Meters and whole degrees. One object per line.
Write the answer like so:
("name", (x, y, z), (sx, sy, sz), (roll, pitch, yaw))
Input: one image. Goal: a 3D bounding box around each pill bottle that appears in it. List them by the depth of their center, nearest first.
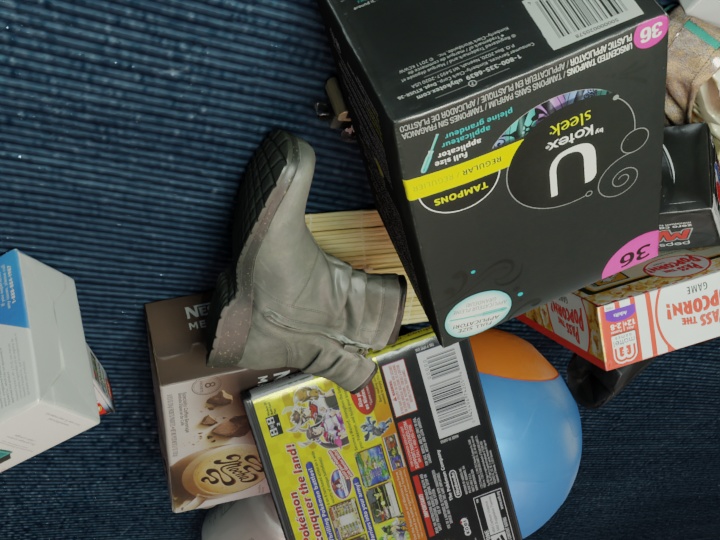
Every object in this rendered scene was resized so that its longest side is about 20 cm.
("pill bottle", (-0.083, 0.253, 1.236), (0.113, 0.115, 0.200), (1, 147, -32))

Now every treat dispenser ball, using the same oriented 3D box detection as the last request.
("treat dispenser ball", (0.103, 0.153, 1.069), (0.198, 0.203, 0.202), (-14, 153, -7))

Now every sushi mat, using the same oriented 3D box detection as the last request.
("sushi mat", (0.000, 0.000, 0.877), (0.198, 0.012, 0.097), (-5, 109, -23))

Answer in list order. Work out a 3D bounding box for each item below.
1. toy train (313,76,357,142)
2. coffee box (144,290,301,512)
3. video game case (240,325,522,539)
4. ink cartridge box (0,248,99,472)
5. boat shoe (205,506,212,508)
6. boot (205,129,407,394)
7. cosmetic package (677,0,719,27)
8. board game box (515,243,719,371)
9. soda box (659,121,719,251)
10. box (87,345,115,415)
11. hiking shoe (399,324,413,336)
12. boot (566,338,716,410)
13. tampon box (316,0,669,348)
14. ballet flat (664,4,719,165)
("toy train", (0.064, -0.107, 0.753), (0.198, 0.034, 0.046), (-3, 146, -27))
("coffee box", (-0.111, 0.107, 0.959), (0.112, 0.080, 0.201), (-10, 142, -14))
("video game case", (0.021, 0.159, 0.902), (0.179, 0.202, 0.025), (-18, -167, -9))
("ink cartridge box", (-0.286, 0.085, 0.804), (0.198, 0.117, 0.067), (-26, 152, 16))
("boat shoe", (-0.107, 0.153, 1.124), (0.200, 0.073, 0.063), (-44, -174, 31))
("boot", (-0.026, -0.002, 0.794), (0.129, 0.068, 0.201), (9, 130, -15))
("cosmetic package", (0.227, -0.220, 0.562), (0.080, 0.114, 0.200), (5, 147, -37))
("board game box", (0.194, 0.005, 0.842), (0.150, 0.047, 0.200), (-15, -166, -12))
("soda box", (0.146, -0.048, 0.809), (0.198, 0.064, 0.071), (-6, 158, 23))
("box", (-0.303, 0.105, 0.918), (0.197, 0.035, 0.110), (-16, 153, -4))
("hiking shoe", (0.024, 0.094, 0.932), (0.086, 0.201, 0.074), (-35, -177, 33))
("boot", (0.268, 0.063, 1.064), (0.200, 0.065, 0.166), (-41, 150, -26))
("tampon box", (0.078, -0.081, 0.661), (0.148, 0.127, 0.201), (-22, 142, -3))
("ballet flat", (0.243, -0.106, 0.807), (0.068, 0.067, 0.200), (-53, 148, -2))
